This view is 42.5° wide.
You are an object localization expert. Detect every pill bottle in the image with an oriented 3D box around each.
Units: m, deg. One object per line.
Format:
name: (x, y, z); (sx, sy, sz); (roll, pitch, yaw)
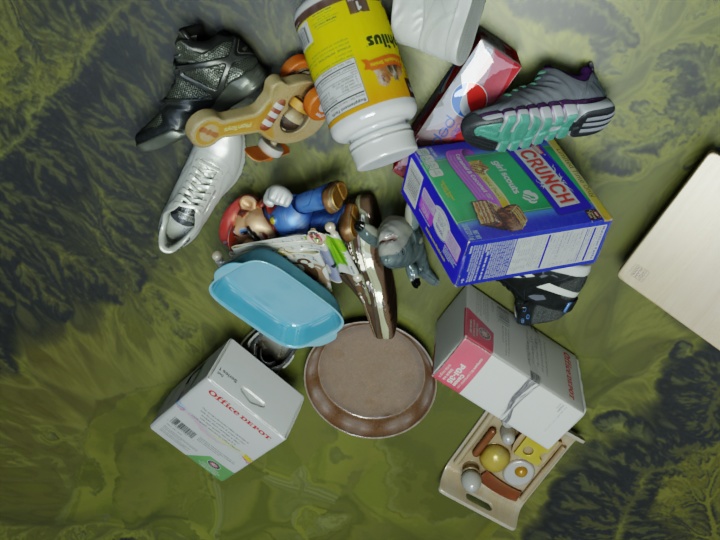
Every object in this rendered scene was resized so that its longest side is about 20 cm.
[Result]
pill bottle: (0.000, -0.225, 1.087); (0.108, 0.109, 0.203); (-20, 87, 16)

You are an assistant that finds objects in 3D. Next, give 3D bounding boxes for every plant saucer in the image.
plant saucer: (0.015, 0.157, 1.371); (0.196, 0.035, 0.204); (3, 115, 5)

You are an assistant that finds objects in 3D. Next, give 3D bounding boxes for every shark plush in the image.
shark plush: (0.055, -0.013, 1.216); (0.089, 0.084, 0.200); (-18, 155, 4)

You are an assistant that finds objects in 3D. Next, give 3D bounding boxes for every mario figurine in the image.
mario figurine: (-0.104, -0.051, 1.219); (0.197, 0.106, 0.126); (-9, 98, 28)

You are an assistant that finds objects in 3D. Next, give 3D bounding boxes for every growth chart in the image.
growth chart: (-0.096, -0.003, 1.229); (0.197, 0.018, 0.145); (-11, 142, 21)

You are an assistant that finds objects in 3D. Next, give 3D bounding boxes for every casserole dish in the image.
casserole dish: (-0.108, 0.035, 1.223); (0.120, 0.039, 0.199); (-26, 130, 34)

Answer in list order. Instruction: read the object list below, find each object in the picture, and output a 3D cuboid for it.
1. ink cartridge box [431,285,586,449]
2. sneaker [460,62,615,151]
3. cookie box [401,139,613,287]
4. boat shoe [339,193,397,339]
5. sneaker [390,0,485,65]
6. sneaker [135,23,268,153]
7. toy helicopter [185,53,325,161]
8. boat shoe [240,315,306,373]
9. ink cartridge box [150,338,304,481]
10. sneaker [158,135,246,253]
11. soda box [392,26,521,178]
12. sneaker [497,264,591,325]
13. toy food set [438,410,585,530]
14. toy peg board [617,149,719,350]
ink cartridge box: (0.202, 0.131, 1.272); (0.198, 0.147, 0.083); (33, 117, -10)
sneaker: (0.205, -0.202, 1.120); (0.196, 0.089, 0.075); (-8, 157, -16)
cookie box: (0.173, -0.079, 1.115); (0.197, 0.172, 0.076); (-9, 139, -22)
boat shoe: (0.001, -0.002, 1.276); (0.073, 0.075, 0.206); (-7, 102, 14)
sneaker: (0.097, -0.355, 1.084); (0.114, 0.073, 0.203); (22, 96, 24)
sneaker: (-0.226, -0.238, 1.184); (0.198, 0.076, 0.115); (-32, 107, 17)
toy helicopter: (-0.127, -0.184, 1.156); (0.198, 0.079, 0.133); (-17, 145, -31)
boat shoe: (-0.131, 0.117, 1.354); (0.073, 0.061, 0.201); (35, 115, -12)
ink cartridge box: (-0.197, 0.209, 1.361); (0.144, 0.085, 0.200); (39, 135, -12)
sneaker: (-0.214, -0.111, 1.241); (0.076, 0.081, 0.202); (27, 115, -5)
soda box: (0.118, -0.198, 1.162); (0.063, 0.070, 0.201); (29, 116, -11)
sneaker: (0.204, 0.017, 1.256); (0.196, 0.073, 0.114); (13, 116, -1)
toy food set: (0.226, 0.291, 1.396); (0.142, 0.061, 0.201); (28, 117, -7)
toy peg board: (0.476, -0.026, 1.205); (0.198, 0.098, 0.201); (35, 116, 7)
